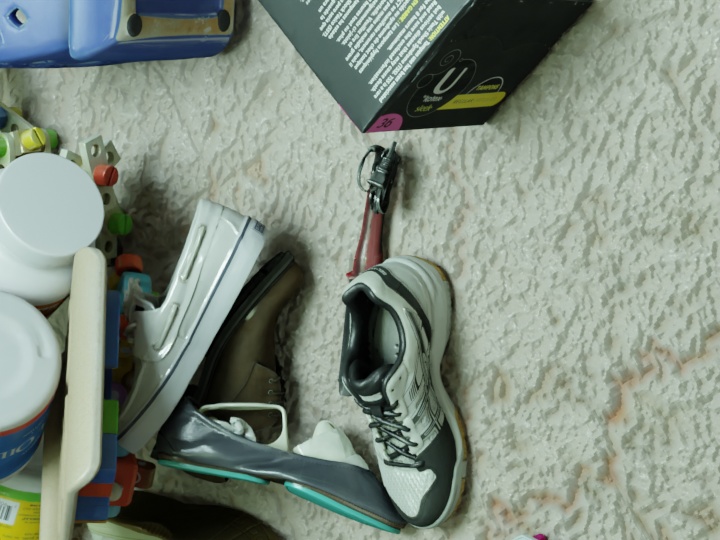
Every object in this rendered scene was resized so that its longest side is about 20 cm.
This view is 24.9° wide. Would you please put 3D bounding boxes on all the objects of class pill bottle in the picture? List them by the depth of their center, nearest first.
[{"bbox_3d":[-0.294,0.102,1.249,0.112,0.112,0.200,61,154,14],"label":"pill bottle"},{"bbox_3d":[-0.275,-0.011,1.272,0.200,0.112,0.112,-38,73,52],"label":"pill bottle"},{"bbox_3d":[-0.319,0.232,1.442,0.111,0.111,0.200,35,117,29],"label":"pill bottle"}]

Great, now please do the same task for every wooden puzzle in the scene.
[{"bbox_3d":[-0.203,0.107,1.212,0.200,0.046,0.186,120,150,-57],"label":"wooden puzzle"}]

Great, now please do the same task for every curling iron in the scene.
[{"bbox_3d":[0.000,0.000,1.200,0.026,0.050,0.200,16,112,14],"label":"curling iron"}]

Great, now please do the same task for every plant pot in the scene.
[{"bbox_3d":[-0.203,-0.248,1.224,0.179,0.200,0.200,9,102,30],"label":"plant pot"}]

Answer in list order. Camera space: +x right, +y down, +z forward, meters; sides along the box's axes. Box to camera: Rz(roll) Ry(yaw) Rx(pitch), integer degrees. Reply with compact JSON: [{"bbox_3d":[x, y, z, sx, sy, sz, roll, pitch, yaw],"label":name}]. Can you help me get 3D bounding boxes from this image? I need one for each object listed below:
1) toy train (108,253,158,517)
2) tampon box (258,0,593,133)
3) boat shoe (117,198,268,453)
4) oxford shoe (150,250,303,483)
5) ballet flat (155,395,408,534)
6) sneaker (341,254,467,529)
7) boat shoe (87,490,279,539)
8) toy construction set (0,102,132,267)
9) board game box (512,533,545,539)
[{"bbox_3d":[-0.180,0.091,1.320,0.150,0.055,0.200,-127,46,-64],"label":"toy train"},{"bbox_3d":[0.023,-0.206,1.083,0.126,0.150,0.200,-48,67,32],"label":"tampon box"},{"bbox_3d":[-0.143,0.040,1.220,0.066,0.072,0.200,29,102,-10],"label":"boat shoe"},{"bbox_3d":[-0.085,0.077,1.274,0.084,0.073,0.200,27,108,1],"label":"oxford shoe"},{"bbox_3d":[-0.054,0.139,1.221,0.200,0.073,0.073,16,109,5],"label":"ballet flat"},{"bbox_3d":[0.021,0.092,1.169,0.076,0.088,0.201,-4,95,37],"label":"sneaker"},{"bbox_3d":[-0.140,0.233,1.334,0.200,0.074,0.067,11,116,38],"label":"boat shoe"},{"bbox_3d":[-0.256,-0.069,1.369,0.200,0.092,0.131,13,104,48],"label":"toy construction set"},{"bbox_3d":[0.175,0.304,1.117,0.200,0.026,0.200,20,109,35],"label":"board game box"}]
